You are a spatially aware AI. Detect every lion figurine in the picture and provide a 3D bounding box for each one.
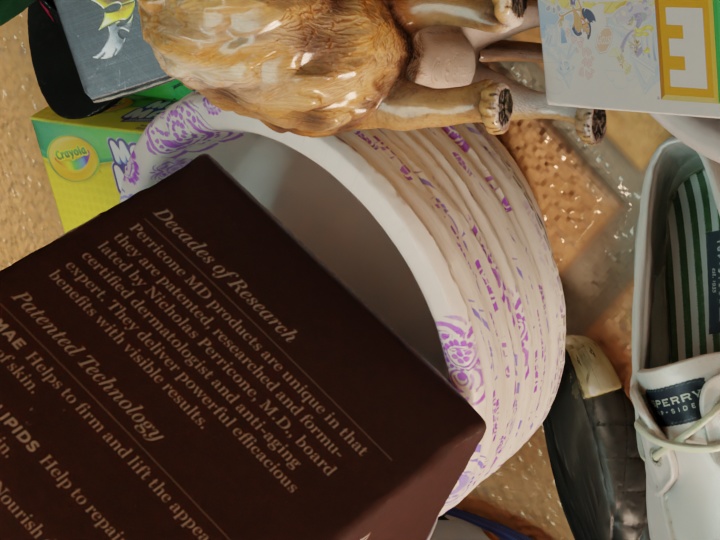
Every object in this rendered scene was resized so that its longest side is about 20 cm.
[{"bbox_3d":[0.017,-0.076,0.725,0.121,0.199,0.073,3,86,29],"label":"lion figurine"}]

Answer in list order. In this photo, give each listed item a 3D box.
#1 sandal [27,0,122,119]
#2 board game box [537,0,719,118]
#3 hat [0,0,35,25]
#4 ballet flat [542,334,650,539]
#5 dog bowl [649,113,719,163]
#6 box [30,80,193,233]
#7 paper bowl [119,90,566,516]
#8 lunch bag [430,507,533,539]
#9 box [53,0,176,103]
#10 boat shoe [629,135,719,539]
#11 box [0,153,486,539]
[{"bbox_3d":[-0.109,-0.145,0.898,0.075,0.045,0.200,47,131,14],"label":"sandal"},{"bbox_3d":[0.127,-0.111,0.583,0.199,0.034,0.136,10,112,50],"label":"board game box"},{"bbox_3d":[-0.200,-0.177,0.954,0.176,0.164,0.202,110,158,-80],"label":"hat"},{"bbox_3d":[0.127,0.118,0.874,0.202,0.056,0.066,67,168,-7],"label":"ballet flat"},{"bbox_3d":[0.140,-0.121,0.640,0.199,0.058,0.202,24,122,44],"label":"dog bowl"},{"bbox_3d":[-0.090,-0.012,0.995,0.117,0.048,0.202,9,121,41],"label":"box"},{"bbox_3d":[0.000,0.000,0.864,0.200,0.104,0.202,26,133,31],"label":"paper bowl"},{"bbox_3d":[0.038,0.208,0.997,0.159,0.075,0.202,14,125,36],"label":"lunch bag"},{"bbox_3d":[-0.082,-0.177,0.768,0.051,0.158,0.202,-13,102,22],"label":"box"},{"bbox_3d":[0.120,0.049,0.717,0.073,0.067,0.202,-22,58,33],"label":"boat shoe"},{"bbox_3d":[-0.091,0.098,0.786,0.164,0.199,0.167,42,139,16],"label":"box"}]
